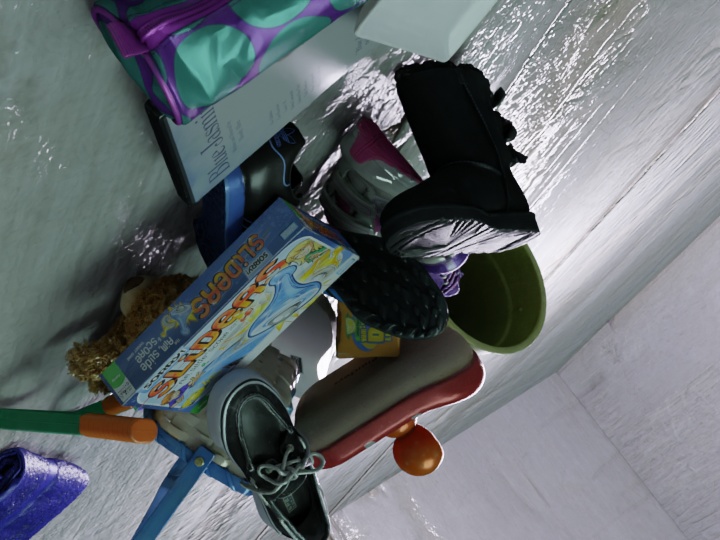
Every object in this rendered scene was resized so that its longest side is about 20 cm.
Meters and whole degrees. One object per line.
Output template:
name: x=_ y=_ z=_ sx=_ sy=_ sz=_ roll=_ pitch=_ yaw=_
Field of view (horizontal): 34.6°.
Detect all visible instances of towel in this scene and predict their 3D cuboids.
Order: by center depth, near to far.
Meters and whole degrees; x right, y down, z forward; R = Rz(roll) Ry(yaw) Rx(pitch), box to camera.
towel: x=-0.373 y=0.252 z=1.215 sx=0.148 sy=0.050 sz=0.200 roll=-35 pitch=165 yaw=-3

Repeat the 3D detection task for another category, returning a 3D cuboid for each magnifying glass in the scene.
magnifying glass: x=-0.239 y=0.131 z=0.979 sx=0.080 sy=0.022 sz=0.200 roll=10 pitch=169 yaw=-43
magnifying glass: x=-0.238 y=0.130 z=1.096 sx=0.079 sy=0.022 sz=0.200 roll=-18 pitch=175 yaw=-28

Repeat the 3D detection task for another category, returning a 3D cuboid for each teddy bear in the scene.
teddy bear: x=-0.194 y=0.055 z=1.033 sx=0.145 sy=0.067 sz=0.200 roll=-24 pitch=169 yaw=-10

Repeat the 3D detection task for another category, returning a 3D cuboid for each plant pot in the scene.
plant pot: x=0.090 y=0.040 z=1.417 sx=0.200 sy=0.200 sz=0.190 roll=-22 pitch=172 yaw=-44

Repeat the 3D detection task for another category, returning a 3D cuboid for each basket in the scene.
basket: x=-0.148 y=0.165 z=1.118 sx=0.200 sy=0.139 sz=0.176 roll=-50 pitch=-172 yaw=12

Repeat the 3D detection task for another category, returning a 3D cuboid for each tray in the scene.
tray: x=0.059 y=-0.207 z=0.842 sx=0.107 sy=0.022 sz=0.200 roll=-51 pitch=166 yaw=18

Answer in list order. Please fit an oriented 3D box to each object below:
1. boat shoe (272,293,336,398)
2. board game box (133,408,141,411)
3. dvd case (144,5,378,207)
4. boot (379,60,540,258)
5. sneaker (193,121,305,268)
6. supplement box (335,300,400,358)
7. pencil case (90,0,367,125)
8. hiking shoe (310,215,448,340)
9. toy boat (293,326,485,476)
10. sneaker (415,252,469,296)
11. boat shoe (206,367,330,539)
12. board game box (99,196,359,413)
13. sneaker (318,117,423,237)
boat shoe: x=-0.057 y=0.066 z=1.255 sx=0.200 sy=0.071 sz=0.064 roll=101 pitch=10 yaw=-57
board game box: x=-0.146 y=0.067 z=1.219 sx=0.200 sy=0.029 sz=0.135 roll=-45 pitch=164 yaw=26
dvd case: x=-0.056 y=-0.138 z=0.783 sx=0.200 sy=0.018 sz=0.143 roll=-42 pitch=166 yaw=-13
boot: x=0.068 y=-0.097 z=0.963 sx=0.073 sy=0.163 sz=0.198 roll=-28 pitch=163 yaw=38
sneaker: x=-0.087 y=-0.046 z=0.936 sx=0.078 sy=0.070 sz=0.200 roll=-23 pitch=160 yaw=-20
supplement box: x=0.008 y=0.027 z=1.180 sx=0.069 sy=0.067 sz=0.200 roll=2 pitch=-163 yaw=2
pencil case: x=-0.048 y=-0.166 z=0.648 sx=0.200 sy=0.085 sz=0.092 roll=-35 pitch=-179 yaw=-8
hiking shoe: x=0.000 y=0.000 z=1.041 sx=0.074 sy=0.200 sz=0.087 roll=-60 pitch=158 yaw=2
toy boat: x=0.038 y=0.147 z=1.150 sx=0.200 sy=0.131 sz=0.131 roll=-33 pitch=-167 yaw=8
sneaker: x=0.075 y=-0.013 z=1.091 sx=0.081 sy=0.084 sz=0.200 roll=-29 pitch=-176 yaw=-3
boat shoe: x=-0.074 y=0.172 z=1.017 sx=0.074 sy=0.068 sz=0.200 roll=-34 pitch=129 yaw=-27
board game box: x=-0.102 y=0.034 z=0.940 sx=0.200 sy=0.034 sz=0.135 roll=-44 pitch=161 yaw=7
sneaker: x=0.007 y=-0.069 z=1.057 sx=0.088 sy=0.081 sz=0.200 roll=-38 pitch=164 yaw=-1
